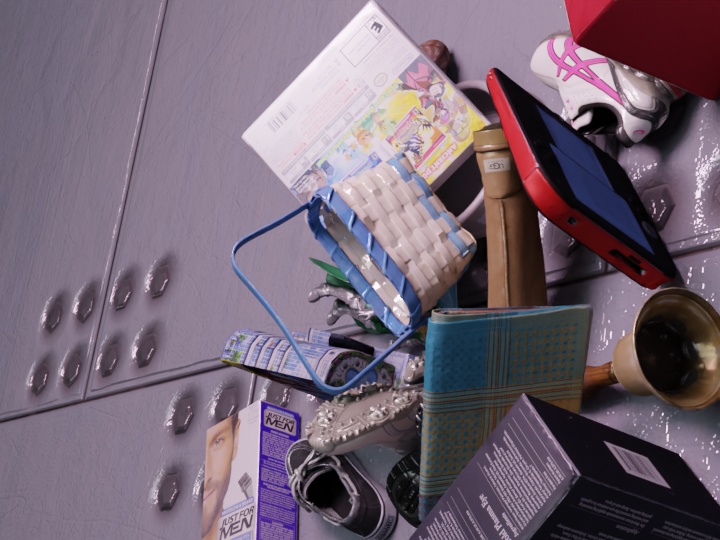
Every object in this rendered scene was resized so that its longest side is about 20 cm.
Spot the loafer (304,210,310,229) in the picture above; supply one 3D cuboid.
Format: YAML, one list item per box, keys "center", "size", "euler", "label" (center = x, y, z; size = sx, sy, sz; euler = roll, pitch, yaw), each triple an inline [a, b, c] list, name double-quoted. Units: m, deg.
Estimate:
- center: [0.007, -0.020, 1.765]
  size: [0.072, 0.063, 0.200]
  euler: [-35, 38, -11]
  label: "loafer"

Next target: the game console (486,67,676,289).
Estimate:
- center: [0.197, -0.081, 1.399]
  size: [0.031, 0.200, 0.177]
  euler: [-37, 43, 25]
  label: "game console"

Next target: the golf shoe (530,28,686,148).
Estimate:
- center: [0.219, -0.176, 1.522]
  size: [0.092, 0.073, 0.200]
  euler: [-51, 33, -6]
  label: "golf shoe"

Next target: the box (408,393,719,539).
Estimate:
- center: [0.165, 0.221, 1.270]
  size: [0.182, 0.199, 0.104]
  euler: [-54, 38, 17]
  label: "box"

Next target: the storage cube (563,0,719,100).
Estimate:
- center: [0.292, -0.288, 1.400]
  size: [0.180, 0.199, 0.172]
  euler: [-47, 39, 38]
  label: "storage cube"

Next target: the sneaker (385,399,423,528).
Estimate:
- center: [0.093, 0.156, 1.471]
  size: [0.076, 0.091, 0.200]
  euler: [50, 138, 19]
  label: "sneaker"

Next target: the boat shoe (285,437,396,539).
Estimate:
- center: [-0.040, 0.225, 1.666]
  size: [0.074, 0.068, 0.199]
  euler: [-61, 34, 8]
  label: "boat shoe"

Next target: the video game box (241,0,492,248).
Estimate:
- center: [0.008, -0.141, 1.614]
  size: [0.200, 0.047, 0.182]
  euler: [-44, 75, 13]
  label: "video game box"

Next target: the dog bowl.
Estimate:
- center: [0.112, -0.110, 1.661]
  size: [0.200, 0.058, 0.201]
  euler: [-32, 47, 41]
  label: "dog bowl"

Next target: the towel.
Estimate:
- center: [0.123, 0.123, 1.373]
  size: [0.022, 0.146, 0.201]
  euler: [-119, 30, -65]
  label: "towel"

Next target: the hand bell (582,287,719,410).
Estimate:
- center: [0.223, 0.091, 1.389]
  size: [0.200, 0.104, 0.105]
  euler: [-30, 47, 58]
  label: "hand bell"

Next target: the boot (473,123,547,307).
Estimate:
- center: [0.152, -0.040, 1.505]
  size: [0.066, 0.175, 0.201]
  euler: [-3, 99, 26]
  label: "boot"

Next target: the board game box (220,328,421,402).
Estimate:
- center: [-0.004, 0.104, 1.614]
  size: [0.199, 0.200, 0.062]
  euler: [8, 78, 41]
  label: "board game box"

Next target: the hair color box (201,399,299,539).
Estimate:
- center: [-0.124, 0.260, 1.770]
  size: [0.109, 0.065, 0.201]
  euler: [-32, 46, 41]
  label: "hair color box"

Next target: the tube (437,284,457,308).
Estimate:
- center: [0.039, -0.021, 1.649]
  size: [0.200, 0.050, 0.078]
  euler: [26, 128, 48]
  label: "tube"

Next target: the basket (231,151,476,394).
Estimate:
- center: [0.000, 0.000, 1.509]
  size: [0.177, 0.199, 0.139]
  euler: [54, 162, 11]
  label: "basket"

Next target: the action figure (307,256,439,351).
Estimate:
- center: [0.033, 0.048, 1.653]
  size: [0.199, 0.118, 0.055]
  euler: [13, 62, 45]
  label: "action figure"

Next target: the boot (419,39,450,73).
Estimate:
- center: [0.018, -0.170, 1.735]
  size: [0.187, 0.064, 0.200]
  euler: [-48, 6, 23]
  label: "boot"

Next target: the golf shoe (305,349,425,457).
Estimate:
- center: [0.037, 0.149, 1.502]
  size: [0.078, 0.199, 0.098]
  euler: [20, 124, 49]
  label: "golf shoe"
